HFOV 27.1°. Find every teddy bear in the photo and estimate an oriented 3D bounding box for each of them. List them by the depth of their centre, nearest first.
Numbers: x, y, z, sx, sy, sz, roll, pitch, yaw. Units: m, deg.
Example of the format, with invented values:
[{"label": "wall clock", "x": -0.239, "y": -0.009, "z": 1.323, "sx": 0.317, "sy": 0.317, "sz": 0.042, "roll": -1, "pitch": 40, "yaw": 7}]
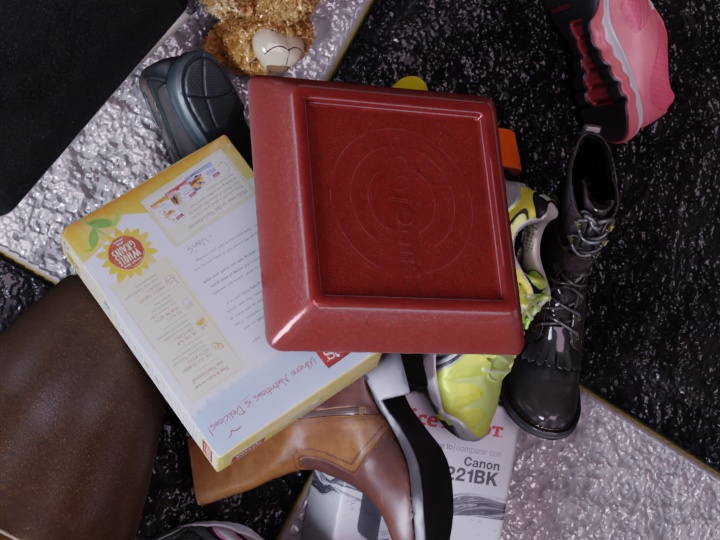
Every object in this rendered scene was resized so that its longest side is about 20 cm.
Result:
[{"label": "teddy bear", "x": -0.052, "y": -0.221, "z": 1.100, "sx": 0.067, "sy": 0.145, "sz": 0.201, "roll": 40, "pitch": 114, "yaw": 20}]

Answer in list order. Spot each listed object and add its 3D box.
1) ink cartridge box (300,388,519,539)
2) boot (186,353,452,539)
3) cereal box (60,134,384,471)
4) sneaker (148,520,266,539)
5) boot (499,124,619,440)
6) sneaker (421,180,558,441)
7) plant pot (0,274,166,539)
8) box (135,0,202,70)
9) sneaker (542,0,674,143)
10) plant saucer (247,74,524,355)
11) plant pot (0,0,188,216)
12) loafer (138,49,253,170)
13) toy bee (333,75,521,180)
[{"label": "ink cartridge box", "x": 0.036, "y": 0.192, "z": 1.197, "sx": 0.143, "sy": 0.084, "sz": 0.202, "roll": 10, "pitch": 88, "yaw": -18}, {"label": "boot", "x": -0.040, "y": 0.148, "z": 1.108, "sx": 0.198, "sy": 0.068, "sz": 0.190, "roll": -15, "pitch": 89, "yaw": 22}, {"label": "cereal box", "x": -0.097, "y": 0.020, "z": 1.045, "sx": 0.143, "sy": 0.040, "sz": 0.201, "roll": -31, "pitch": 74, "yaw": -20}, {"label": "sneaker", "x": -0.089, "y": 0.232, "z": 1.113, "sx": 0.198, "sy": 0.086, "sz": 0.081, "roll": -1, "pitch": 85, "yaw": 19}, {"label": "boot", "x": 0.157, "y": 0.008, "z": 1.158, "sx": 0.068, "sy": 0.175, "sz": 0.202, "roll": 8, "pitch": 52, "yaw": -7}, {"label": "sneaker", "x": 0.098, "y": 0.030, "z": 1.124, "sx": 0.075, "sy": 0.076, "sz": 0.202, "roll": 1, "pitch": 96, "yaw": -54}, {"label": "plant pot", "x": -0.217, "y": 0.112, "z": 1.070, "sx": 0.186, "sy": 0.187, "sz": 0.201, "roll": 34, "pitch": 64, "yaw": -17}, {"label": "box", "x": -0.167, "y": -0.207, "z": 1.118, "sx": 0.082, "sy": 0.068, "sz": 0.200, "roll": 45, "pitch": 77, "yaw": -16}, {"label": "sneaker", "x": 0.213, "y": -0.213, "z": 1.264, "sx": 0.086, "sy": 0.073, "sz": 0.202, "roll": -22, "pitch": 103, "yaw": -31}, {"label": "plant saucer", "x": 0.025, "y": -0.044, "z": 1.045, "sx": 0.198, "sy": 0.037, "sz": 0.202, "roll": 3, "pitch": 71, "yaw": -24}, {"label": "plant pot", "x": -0.271, "y": -0.195, "z": 0.979, "sx": 0.200, "sy": 0.199, "sz": 0.178, "roll": -51, "pitch": 147, "yaw": -11}, {"label": "loafer", "x": -0.108, "y": -0.076, "z": 1.155, "sx": 0.072, "sy": 0.062, "sz": 0.202, "roll": -43, "pitch": 122, "yaw": -40}, {"label": "toy bee", "x": 0.027, "y": -0.101, "z": 1.188, "sx": 0.199, "sy": 0.108, "sz": 0.132, "roll": 33, "pitch": 50, "yaw": -31}]
